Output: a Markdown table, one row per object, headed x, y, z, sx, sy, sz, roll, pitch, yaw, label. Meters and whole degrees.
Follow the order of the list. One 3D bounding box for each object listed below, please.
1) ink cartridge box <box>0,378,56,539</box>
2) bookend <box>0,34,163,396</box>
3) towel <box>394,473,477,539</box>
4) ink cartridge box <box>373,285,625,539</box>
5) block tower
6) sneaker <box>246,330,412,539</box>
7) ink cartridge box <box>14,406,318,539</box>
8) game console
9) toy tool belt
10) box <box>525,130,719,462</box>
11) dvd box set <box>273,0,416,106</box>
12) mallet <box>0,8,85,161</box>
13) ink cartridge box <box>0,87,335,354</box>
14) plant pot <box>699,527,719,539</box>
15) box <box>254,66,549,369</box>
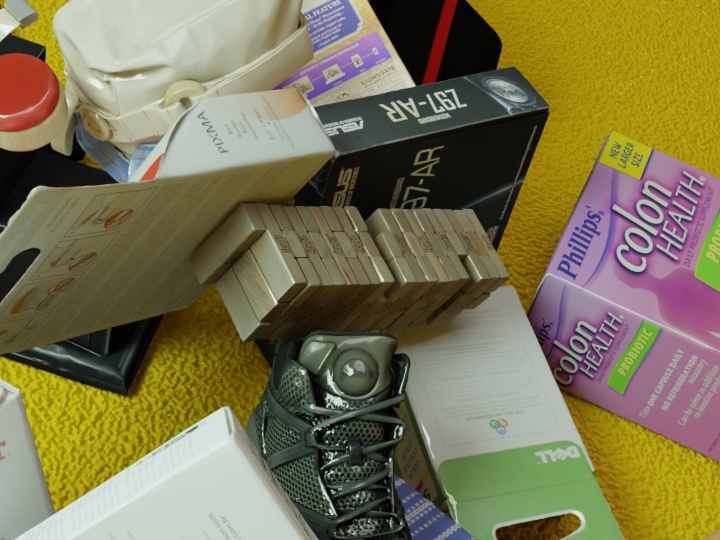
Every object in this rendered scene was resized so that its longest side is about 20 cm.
| x | y | z | sx | sy | sz | roll | pitch | yaw | label |
| --- | --- | --- | --- | --- | --- | --- | --- | --- | --- |
| -0.212 | 0.157 | 0.639 | 0.145 | 0.200 | 0.087 | -30 | 35 | -36 | ink cartridge box |
| -0.210 | -0.046 | 0.844 | 0.199 | 0.199 | 0.092 | 19 | 44 | 0 | bookend |
| -0.002 | 0.166 | 0.756 | 0.200 | 0.024 | 0.145 | 36 | 41 | 26 | towel |
| 0.077 | 0.108 | 0.876 | 0.104 | 0.059 | 0.200 | -5 | 53 | -21 | ink cartridge box |
| 0.000 | 0.000 | 0.798 | 0.200 | 0.054 | 0.058 | 0 | 54 | -48 | block tower |
| -0.008 | 0.107 | 0.718 | 0.076 | 0.114 | 0.200 | 0 | 40 | -18 | sneaker |
| -0.089 | 0.192 | 0.619 | 0.200 | 0.200 | 0.041 | -32 | 18 | -1 | ink cartridge box |
| 0.029 | -0.117 | 0.977 | 0.031 | 0.177 | 0.201 | 5 | 71 | 36 | game console |
| -0.118 | -0.104 | 0.780 | 0.200 | 0.123 | 0.125 | -37 | 66 | -21 | toy tool belt |
| 0.230 | 0.021 | 0.983 | 0.200 | 0.097 | 0.176 | 24 | 45 | 8 | box |
| -0.070 | -0.155 | 0.884 | 0.146 | 0.029 | 0.200 | -29 | 81 | -6 | dvd box set |
| -0.250 | -0.147 | 1.048 | 0.066 | 0.041 | 0.200 | -2 | 44 | -19 | mallet |
| -0.130 | -0.022 | 0.717 | 0.200 | 0.162 | 0.050 | -11 | 64 | -48 | ink cartridge box |
| 0.254 | 0.206 | 0.761 | 0.140 | 0.200 | 0.200 | -15 | 51 | -6 | plant pot |
| 0.021 | -0.029 | 0.895 | 0.160 | 0.200 | 0.044 | -15 | 52 | -29 | box |
